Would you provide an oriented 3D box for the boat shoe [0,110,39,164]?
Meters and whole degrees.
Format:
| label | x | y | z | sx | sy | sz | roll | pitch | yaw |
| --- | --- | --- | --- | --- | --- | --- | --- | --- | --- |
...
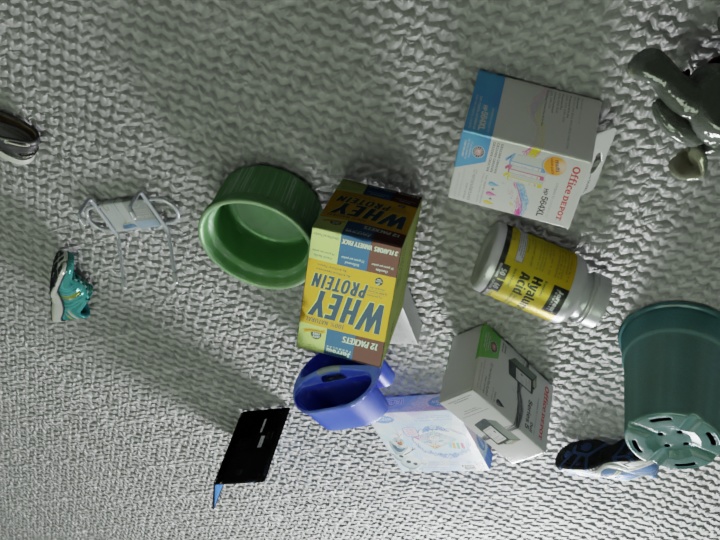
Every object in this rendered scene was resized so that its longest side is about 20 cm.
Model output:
| label | x | y | z | sx | sy | sz | roll | pitch | yaw |
| --- | --- | --- | --- | --- | --- | --- | --- | --- | --- |
| boat shoe | -0.616 | -0.240 | 1.684 | 0.198 | 0.075 | 0.060 | 28 | 140 | -15 |

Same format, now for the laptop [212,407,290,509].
| label | x | y | z | sx | sy | sz | roll | pitch | yaw |
| --- | --- | --- | --- | --- | --- | --- | --- | --- | --- |
| laptop | -0.229 | 0.392 | 2.159 | 0.197 | 0.179 | 0.104 | -10 | 134 | 30 |

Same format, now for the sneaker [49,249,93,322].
| label | x | y | z | sx | sy | sz | roll | pitch | yaw |
| --- | --- | --- | --- | --- | --- | --- | --- | --- | --- |
| sneaker | -0.549 | 0.029 | 1.978 | 0.078 | 0.079 | 0.201 | 3 | 146 | -11 |

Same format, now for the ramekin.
| label | x | y | z | sx | sy | sz | roll | pitch | yaw |
| --- | --- | --- | --- | --- | --- | --- | --- | --- | --- |
| ramekin | -0.153 | -0.073 | 1.669 | 0.196 | 0.099 | 0.202 | 11 | 140 | 9 |

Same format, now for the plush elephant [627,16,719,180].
| label | x | y | z | sx | sy | sz | roll | pitch | yaw |
| --- | --- | --- | --- | --- | --- | --- | --- | --- | --- |
| plush elephant | 0.429 | -0.200 | 1.274 | 0.201 | 0.164 | 0.155 | 56 | 177 | 5 |

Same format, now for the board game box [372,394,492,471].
| label | x | y | z | sx | sy | sz | roll | pitch | yaw |
| --- | --- | --- | --- | --- | --- | --- | --- | --- | --- |
| board game box | 0.136 | 0.321 | 2.040 | 0.197 | 0.044 | 0.200 | -6 | 134 | 28 |

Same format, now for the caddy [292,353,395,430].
| label | x | y | z | sx | sy | sz | roll | pitch | yaw |
| --- | --- | --- | --- | --- | --- | --- | --- | --- | --- |
| caddy | -0.033 | 0.208 | 1.904 | 0.198 | 0.143 | 0.105 | -15 | 133 | 33 |

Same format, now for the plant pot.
| label | x | y | z | sx | sy | sz | roll | pitch | yaw |
| --- | --- | --- | --- | --- | --- | --- | --- | --- | --- |
| plant pot | 0.495 | 0.188 | 1.631 | 0.197 | 0.198 | 0.202 | 11 | 139 | 10 |

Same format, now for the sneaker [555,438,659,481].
| label | x | y | z | sx | sy | sz | roll | pitch | yaw |
| --- | --- | --- | --- | --- | --- | --- | --- | --- | --- |
| sneaker | 0.459 | 0.362 | 1.933 | 0.197 | 0.076 | 0.078 | -7 | 130 | 29 |

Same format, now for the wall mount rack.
| label | x | y | z | sx | sy | sz | roll | pitch | yaw |
| --- | --- | --- | --- | --- | --- | --- | --- | --- | --- |
| wall mount rack | -0.394 | -0.056 | 1.801 | 0.197 | 0.075 | 0.175 | -5 | 135 | 27 |

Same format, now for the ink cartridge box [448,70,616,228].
| label | x | y | z | sx | sy | sz | roll | pitch | yaw |
| --- | --- | --- | --- | --- | --- | --- | --- | --- | --- |
| ink cartridge box | 0.233 | -0.160 | 1.398 | 0.197 | 0.126 | 0.130 | 15 | 140 | 6 |

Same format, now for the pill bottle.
| label | x | y | z | sx | sy | sz | roll | pitch | yaw |
| --- | --- | --- | --- | --- | --- | --- | --- | --- | --- |
| pill bottle | 0.278 | 0.013 | 1.586 | 0.197 | 0.112 | 0.112 | 21 | 140 | -4 |

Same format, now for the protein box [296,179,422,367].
| label | x | y | z | sx | sy | sz | roll | pitch | yaw |
| --- | --- | --- | --- | --- | --- | --- | --- | --- | --- |
| protein box | 0.000 | 0.000 | 1.564 | 0.133 | 0.201 | 0.202 | 13 | 116 | 7 |

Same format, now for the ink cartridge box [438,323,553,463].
| label | x | y | z | sx | sy | sz | roll | pitch | yaw |
| --- | --- | --- | --- | --- | --- | --- | --- | --- | --- |
| ink cartridge box | 0.239 | 0.215 | 1.800 | 0.199 | 0.147 | 0.083 | 41 | 134 | -24 |

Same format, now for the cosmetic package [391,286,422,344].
| label | x | y | z | sx | sy | sz | roll | pitch | yaw |
| --- | --- | --- | --- | --- | --- | --- | --- | --- | --- |
| cosmetic package | 0.040 | 0.042 | 1.759 | 0.081 | 0.051 | 0.202 | 1 | 136 | 24 |
